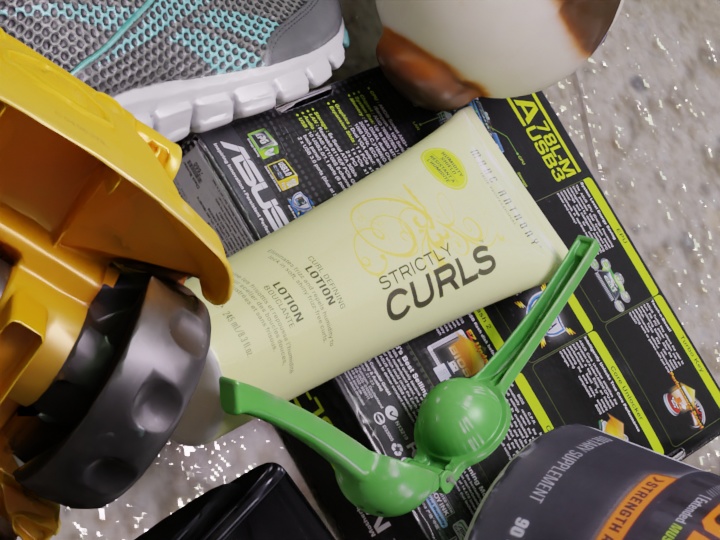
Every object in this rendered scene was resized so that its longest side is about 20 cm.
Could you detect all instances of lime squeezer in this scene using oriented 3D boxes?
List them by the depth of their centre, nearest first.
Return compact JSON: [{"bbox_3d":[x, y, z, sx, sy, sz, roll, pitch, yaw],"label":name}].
[{"bbox_3d":[0.021,0.044,0.796,0.200,0.038,0.071,-20,100,-45],"label":"lime squeezer"}]

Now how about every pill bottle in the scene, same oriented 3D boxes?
[{"bbox_3d":[0.137,0.131,0.768,0.106,0.199,0.107,-28,127,-44],"label":"pill bottle"}]

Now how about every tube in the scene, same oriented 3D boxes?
[{"bbox_3d":[0.000,0.000,0.808,0.200,0.052,0.058,-27,122,-44],"label":"tube"}]

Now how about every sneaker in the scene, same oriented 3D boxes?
[{"bbox_3d":[-0.077,-0.093,0.818,0.200,0.077,0.092,-27,113,-48],"label":"sneaker"}]

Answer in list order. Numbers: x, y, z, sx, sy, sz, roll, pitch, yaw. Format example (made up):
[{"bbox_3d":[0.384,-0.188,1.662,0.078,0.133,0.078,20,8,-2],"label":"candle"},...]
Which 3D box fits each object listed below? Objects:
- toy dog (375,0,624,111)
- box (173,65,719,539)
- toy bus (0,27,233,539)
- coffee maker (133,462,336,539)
[{"bbox_3d":[0.037,-0.162,0.887,0.201,0.139,0.194,62,18,19],"label":"toy dog"},{"bbox_3d":[0.037,0.014,0.894,0.193,0.047,0.200,-25,82,-48],"label":"box"},{"bbox_3d":[-0.142,0.015,0.673,0.135,0.200,0.192,32,14,-18],"label":"toy bus"},{"bbox_3d":[-0.016,0.170,0.709,0.200,0.135,0.192,52,19,-3],"label":"coffee maker"}]
